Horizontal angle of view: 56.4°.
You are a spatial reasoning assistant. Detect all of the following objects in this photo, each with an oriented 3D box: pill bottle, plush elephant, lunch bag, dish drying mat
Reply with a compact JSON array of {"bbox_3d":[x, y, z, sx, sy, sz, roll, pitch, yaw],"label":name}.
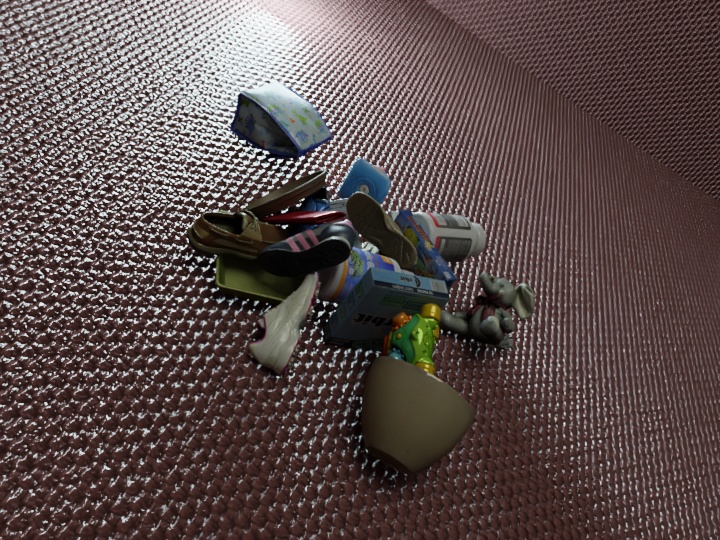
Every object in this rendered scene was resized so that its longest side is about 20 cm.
[{"bbox_3d":[0.202,-0.076,1.587,0.196,0.112,0.112,1,48,-37],"label":"pill bottle"},{"bbox_3d":[0.012,0.021,1.312,0.196,0.113,0.114,14,41,-30],"label":"pill bottle"},{"bbox_3d":[0.292,0.078,1.486,0.197,0.163,0.159,24,76,-38],"label":"plush elephant"},{"bbox_3d":[-0.183,-0.347,1.611,0.197,0.129,0.170,31,36,12],"label":"lunch bag"},{"bbox_3d":[-0.114,-0.101,1.298,0.076,0.198,0.019,-19,104,-36],"label":"dish drying mat"}]

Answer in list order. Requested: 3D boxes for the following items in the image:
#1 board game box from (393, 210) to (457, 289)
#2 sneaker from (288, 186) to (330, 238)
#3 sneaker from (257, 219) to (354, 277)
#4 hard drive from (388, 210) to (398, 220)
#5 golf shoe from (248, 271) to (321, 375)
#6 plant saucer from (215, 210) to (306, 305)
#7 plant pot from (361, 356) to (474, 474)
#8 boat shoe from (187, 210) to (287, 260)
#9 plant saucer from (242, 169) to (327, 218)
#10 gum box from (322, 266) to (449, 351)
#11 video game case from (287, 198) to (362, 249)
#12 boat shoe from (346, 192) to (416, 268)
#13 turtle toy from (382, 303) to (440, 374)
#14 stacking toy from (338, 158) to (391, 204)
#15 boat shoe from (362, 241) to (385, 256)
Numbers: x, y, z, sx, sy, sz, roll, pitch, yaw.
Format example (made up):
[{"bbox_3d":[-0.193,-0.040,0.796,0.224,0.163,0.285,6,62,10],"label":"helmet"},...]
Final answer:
[{"bbox_3d":[0.115,-0.012,1.475,0.034,0.136,0.202,-5,53,-40],"label":"board game box"},{"bbox_3d":[-0.099,-0.100,1.374,0.065,0.079,0.203,25,39,-15],"label":"sneaker"},{"bbox_3d":[-0.097,-0.043,1.240,0.083,0.195,0.071,-70,144,-47],"label":"sneaker"},{"bbox_3d":[0.138,-0.053,1.627,0.129,0.026,0.203,17,41,-23],"label":"hard drive"},{"bbox_3d":[-0.132,0.081,1.200,0.089,0.076,0.204,20,60,2],"label":"golf shoe"},{"bbox_3d":[-0.193,-0.009,1.305,0.196,0.048,0.203,16,42,-25],"label":"plant saucer"},{"bbox_3d":[0.077,0.259,1.135,0.198,0.201,0.136,33,67,-2],"label":"plant pot"},{"bbox_3d":[-0.220,-0.070,1.248,0.196,0.074,0.077,-2,50,-39],"label":"boat shoe"},{"bbox_3d":[-0.154,-0.157,1.400,0.200,0.196,0.030,-42,111,-52],"label":"plant saucer"},{"bbox_3d":[0.045,0.080,1.264,0.166,0.201,0.045,10,49,-28],"label":"gum box"},{"bbox_3d":[-0.075,-0.073,1.434,0.139,0.018,0.203,-9,48,-6],"label":"video game case"},{"bbox_3d":[0.046,-0.081,1.422,0.200,0.072,0.065,46,2,16],"label":"boat shoe"},{"bbox_3d":[0.091,0.154,1.235,0.098,0.201,0.149,7,62,7],"label":"turtle toy"},{"bbox_3d":[0.030,-0.223,1.683,0.109,0.117,0.200,34,23,-1],"label":"stacking toy"},{"bbox_3d":[0.000,0.000,1.439,0.063,0.074,0.201,9,41,28],"label":"boat shoe"}]
